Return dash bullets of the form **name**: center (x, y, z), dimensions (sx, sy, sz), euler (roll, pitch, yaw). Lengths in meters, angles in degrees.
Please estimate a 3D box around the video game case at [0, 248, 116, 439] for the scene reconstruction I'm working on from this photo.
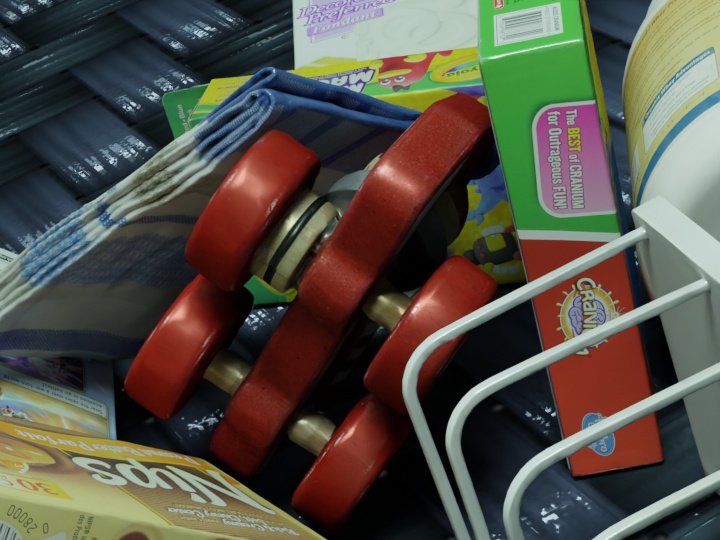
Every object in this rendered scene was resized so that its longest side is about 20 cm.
- **video game case**: center (-0.211, 0.035, 0.867), dimensions (0.200, 0.045, 0.181), euler (23, 22, -20)

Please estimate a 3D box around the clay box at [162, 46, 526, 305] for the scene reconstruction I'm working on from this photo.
- **clay box**: center (0.001, -0.044, 0.941), dimensions (0.200, 0.115, 0.048), euler (-6, 32, 18)

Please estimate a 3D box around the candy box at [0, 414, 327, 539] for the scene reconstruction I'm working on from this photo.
- **candy box**: center (-0.111, 0.097, 0.706), dimensions (0.115, 0.200, 0.055), euler (25, 94, 48)

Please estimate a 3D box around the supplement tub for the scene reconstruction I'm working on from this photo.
- **supplement tub**: center (0.191, -0.059, 0.842), dimensions (0.144, 0.145, 0.200), euler (-10, 31, 11)

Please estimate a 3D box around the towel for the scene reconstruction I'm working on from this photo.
- **towel**: center (-0.073, -0.017, 0.837), dimensions (0.200, 0.024, 0.147), euler (-35, -19, 23)

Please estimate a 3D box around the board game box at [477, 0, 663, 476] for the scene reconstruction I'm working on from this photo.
- **board game box**: center (0.088, -0.038, 0.804), dimensions (0.040, 0.200, 0.153), euler (-10, 32, 9)

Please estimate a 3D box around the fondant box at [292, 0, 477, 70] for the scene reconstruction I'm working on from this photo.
- **fondant box**: center (0.036, -0.119, 1.102), dimensions (0.144, 0.058, 0.200), euler (-14, 29, 5)

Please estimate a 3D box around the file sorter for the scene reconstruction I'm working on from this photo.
- **file sorter**: center (0.113, 0.093, 0.643), dimensions (0.124, 0.139, 0.200), euler (-26, 31, -9)

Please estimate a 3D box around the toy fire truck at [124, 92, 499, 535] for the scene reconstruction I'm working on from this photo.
- **toy fire truck**: center (0.000, 0.000, 0.805), dimensions (0.112, 0.200, 0.168), euler (34, 41, 4)
